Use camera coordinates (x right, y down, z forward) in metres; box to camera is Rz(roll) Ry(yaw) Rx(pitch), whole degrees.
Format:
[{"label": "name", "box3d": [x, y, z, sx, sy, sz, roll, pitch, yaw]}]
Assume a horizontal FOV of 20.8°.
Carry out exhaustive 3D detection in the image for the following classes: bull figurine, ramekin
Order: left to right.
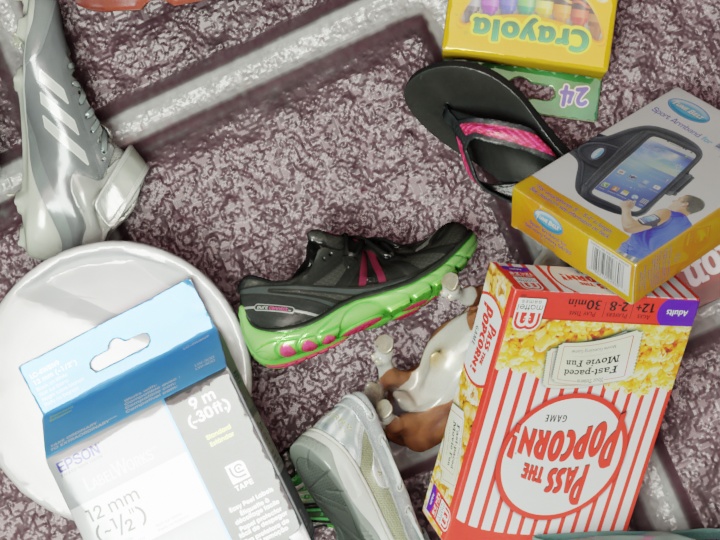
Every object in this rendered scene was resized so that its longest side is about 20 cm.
[{"label": "ramekin", "box3d": [-0.175, 0.079, 1.434, 0.200, 0.094, 0.205, 0, 92, 2]}, {"label": "bull figurine", "box3d": [0.083, 0.051, 1.422, 0.200, 0.121, 0.065, -50, 56, 7]}]

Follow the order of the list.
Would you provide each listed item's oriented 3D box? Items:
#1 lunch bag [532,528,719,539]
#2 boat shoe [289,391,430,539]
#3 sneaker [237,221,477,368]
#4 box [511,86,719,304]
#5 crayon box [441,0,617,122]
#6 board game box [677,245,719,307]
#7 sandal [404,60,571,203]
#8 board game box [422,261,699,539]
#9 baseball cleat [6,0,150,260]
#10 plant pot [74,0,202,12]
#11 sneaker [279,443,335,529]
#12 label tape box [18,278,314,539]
[{"label": "lunch bag", "box3d": [0.227, 0.271, 1.393, 0.198, 0.122, 0.172, 2, 92, -27]}, {"label": "boat shoe", "box3d": [0.016, 0.175, 1.404, 0.065, 0.074, 0.203, -46, 128, -23]}, {"label": "sneaker", "box3d": [0.000, 0.000, 1.414, 0.199, 0.077, 0.084, -22, 80, -27]}, {"label": "box", "box3d": [0.217, -0.062, 1.387, 0.199, 0.042, 0.119, -33, 49, -28]}, {"label": "crayon box", "box3d": [0.130, -0.219, 1.452, 0.124, 0.052, 0.202, 7, 90, 3]}, {"label": "board game box", "box3d": [0.297, -0.050, 1.458, 0.199, 0.019, 0.104, -25, 89, 2]}, {"label": "sandal", "box3d": [0.114, -0.080, 1.438, 0.200, 0.045, 0.075, 40, 133, 0]}, {"label": "board game box", "box3d": [0.140, 0.096, 1.382, 0.150, 0.046, 0.202, 2, 115, -24]}, {"label": "baseball cleat", "box3d": [-0.209, -0.108, 1.463, 0.105, 0.070, 0.202, 1, 99, -4]}, {"label": "plant pot", "box3d": [-0.148, -0.296, 1.388, 0.199, 0.201, 0.197, -8, 109, 2]}, {"label": "sneaker", "box3d": [-0.091, 0.205, 1.439, 0.199, 0.078, 0.086, -33, 88, 1]}, {"label": "label tape box", "box3d": [-0.137, 0.127, 1.355, 0.142, 0.066, 0.201, -26, 92, 2]}]
